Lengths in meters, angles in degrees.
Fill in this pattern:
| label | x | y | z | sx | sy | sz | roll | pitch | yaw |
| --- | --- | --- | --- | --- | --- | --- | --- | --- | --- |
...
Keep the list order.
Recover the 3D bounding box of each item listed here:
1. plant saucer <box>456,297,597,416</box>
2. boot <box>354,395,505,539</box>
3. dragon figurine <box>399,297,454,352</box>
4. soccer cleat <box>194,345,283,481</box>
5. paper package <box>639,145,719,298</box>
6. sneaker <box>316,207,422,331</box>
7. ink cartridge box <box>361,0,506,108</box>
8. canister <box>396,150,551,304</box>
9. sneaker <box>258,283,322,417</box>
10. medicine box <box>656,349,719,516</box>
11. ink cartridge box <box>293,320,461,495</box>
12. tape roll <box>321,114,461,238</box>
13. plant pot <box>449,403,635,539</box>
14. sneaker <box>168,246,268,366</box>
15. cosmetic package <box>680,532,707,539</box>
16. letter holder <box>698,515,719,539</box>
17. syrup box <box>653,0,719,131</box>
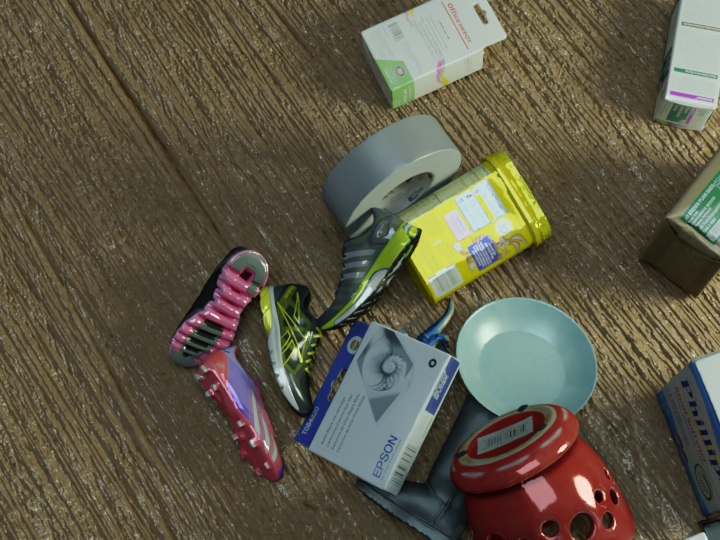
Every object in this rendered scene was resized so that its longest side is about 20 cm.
| label | x | y | z | sx | sy | sz | roll | pitch | yaw |
| --- | --- | --- | --- | --- | --- | --- | --- | --- | --- |
| plant saucer | 0.228 | 0.132 | 1.549 | 0.199 | 0.039 | 0.202 | 3 | 55 | -5 |
| boot | 0.110 | 0.256 | 1.514 | 0.164 | 0.066 | 0.201 | 32 | 79 | 4 |
| dragon figurine | 0.074 | 0.118 | 1.566 | 0.099 | 0.059 | 0.202 | 12 | 74 | 6 |
| soccer cleat | -0.154 | 0.197 | 1.548 | 0.076 | 0.067 | 0.201 | -29 | 80 | -34 |
| paper package | 0.499 | -0.086 | 1.546 | 0.103 | 0.191 | 0.200 | 38 | 78 | 14 |
| sneaker | 0.000 | 0.000 | 1.548 | 0.081 | 0.074 | 0.200 | 41 | 99 | 15 |
| ink cartridge box | 0.113 | -0.348 | 1.713 | 0.199 | 0.067 | 0.118 | -24 | 72 | -4 |
| canister | 0.152 | -0.060 | 1.602 | 0.199 | 0.087 | 0.149 | -30 | 84 | -6 |
| sneaker | -0.088 | 0.105 | 1.569 | 0.084 | 0.075 | 0.202 | -15 | 72 | -2 |
| medicine box | 0.484 | 0.208 | 1.443 | 0.102 | 0.200 | 0.183 | -16 | 71 | -3 |
| ink cartridge box | 0.012 | 0.174 | 1.503 | 0.199 | 0.041 | 0.201 | 19 | 79 | 40 |
| tape roll | 0.045 | -0.130 | 1.575 | 0.199 | 0.200 | 0.066 | -33 | 73 | -8 |
| plant pot | 0.221 | 0.284 | 1.401 | 0.199 | 0.200 | 0.183 | -30 | 102 | -7 |
| sneaker | -0.209 | 0.048 | 1.602 | 0.079 | 0.095 | 0.200 | 36 | 94 | -27 |
| cosmetic package | 0.372 | 0.427 | 1.444 | 0.199 | 0.071 | 0.102 | -20 | 72 | -4 |
| letter holder | 0.562 | 0.338 | 1.428 | 0.198 | 0.142 | 0.101 | -16 | 72 | -2 |
| syrup box | 0.504 | -0.322 | 1.682 | 0.081 | 0.079 | 0.202 | 13 | 73 | 6 |
